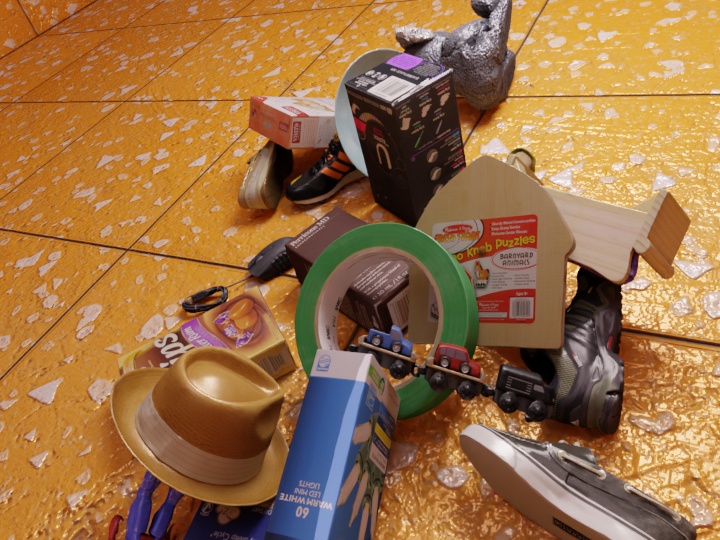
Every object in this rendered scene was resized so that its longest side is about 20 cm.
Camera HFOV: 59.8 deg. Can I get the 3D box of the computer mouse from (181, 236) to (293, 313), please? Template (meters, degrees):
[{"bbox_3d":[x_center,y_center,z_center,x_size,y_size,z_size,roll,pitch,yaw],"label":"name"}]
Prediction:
[{"bbox_3d":[-0.169,0.002,0.901,0.197,0.034,0.059,-30,41,-12],"label":"computer mouse"}]

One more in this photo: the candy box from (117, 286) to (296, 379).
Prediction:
[{"bbox_3d":[-0.189,0.113,0.764,0.197,0.057,0.117,-29,41,-10],"label":"candy box"}]

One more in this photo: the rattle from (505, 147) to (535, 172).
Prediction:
[{"bbox_3d":[0.184,-0.046,0.810,0.201,0.143,0.130,-50,12,-19],"label":"rattle"}]

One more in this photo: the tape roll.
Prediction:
[{"bbox_3d":[0.025,0.054,0.664,0.196,0.048,0.206,-6,76,24],"label":"tape roll"}]

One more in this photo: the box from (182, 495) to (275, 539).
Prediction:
[{"bbox_3d":[-0.124,0.295,0.547,0.118,0.033,0.202,0,44,22],"label":"box"}]

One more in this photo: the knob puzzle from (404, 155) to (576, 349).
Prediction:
[{"bbox_3d":[0.135,-0.021,0.670,0.216,0.030,0.226,-9,75,36],"label":"knob puzzle"}]

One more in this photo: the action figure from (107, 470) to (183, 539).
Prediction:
[{"bbox_3d":[-0.205,0.252,0.595,0.051,0.065,0.204,-21,46,43],"label":"action figure"}]

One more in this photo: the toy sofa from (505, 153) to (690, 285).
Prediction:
[{"bbox_3d":[0.231,-0.047,0.669,0.198,0.082,0.099,26,91,46],"label":"toy sofa"}]

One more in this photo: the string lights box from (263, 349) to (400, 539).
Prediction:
[{"bbox_3d":[-0.022,0.184,0.538,0.058,0.103,0.204,1,59,22],"label":"string lights box"}]

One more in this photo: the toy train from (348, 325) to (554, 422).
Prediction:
[{"bbox_3d":[0.085,0.091,0.583,0.195,0.034,0.047,16,88,6],"label":"toy train"}]

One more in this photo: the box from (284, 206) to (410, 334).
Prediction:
[{"bbox_3d":[0.000,0.000,0.805,0.100,0.076,0.199,-37,41,-22],"label":"box"}]

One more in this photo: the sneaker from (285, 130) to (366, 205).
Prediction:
[{"bbox_3d":[-0.041,-0.183,1.016,0.197,0.091,0.070,-26,38,-12],"label":"sneaker"}]

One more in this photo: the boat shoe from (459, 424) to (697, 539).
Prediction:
[{"bbox_3d":[0.176,0.183,0.529,0.198,0.072,0.064,29,58,33],"label":"boat shoe"}]

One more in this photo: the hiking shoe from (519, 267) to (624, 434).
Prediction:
[{"bbox_3d":[0.214,0.065,0.638,0.098,0.077,0.202,2,44,18],"label":"hiking shoe"}]

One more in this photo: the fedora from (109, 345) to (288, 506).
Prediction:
[{"bbox_3d":[-0.138,0.134,0.609,0.083,0.198,0.201,-54,39,14],"label":"fedora"}]

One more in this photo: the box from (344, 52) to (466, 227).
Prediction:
[{"bbox_3d":[0.070,-0.179,0.879,0.105,0.203,0.122,-32,40,-17],"label":"box"}]

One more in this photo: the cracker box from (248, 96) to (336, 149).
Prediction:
[{"bbox_3d":[-0.075,-0.255,1.074,0.197,0.059,0.133,-12,32,-38],"label":"cracker box"}]

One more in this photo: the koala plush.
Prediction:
[{"bbox_3d":[0.158,-0.369,1.095,0.195,0.179,0.187,7,55,23],"label":"koala plush"}]

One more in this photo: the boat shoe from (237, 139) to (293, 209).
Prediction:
[{"bbox_3d":[-0.163,-0.175,1.071,0.065,0.075,0.202,-9,35,15],"label":"boat shoe"}]

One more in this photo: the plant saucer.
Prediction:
[{"bbox_3d":[0.040,-0.238,0.982,0.200,0.204,0.038,-36,20,-21],"label":"plant saucer"}]
